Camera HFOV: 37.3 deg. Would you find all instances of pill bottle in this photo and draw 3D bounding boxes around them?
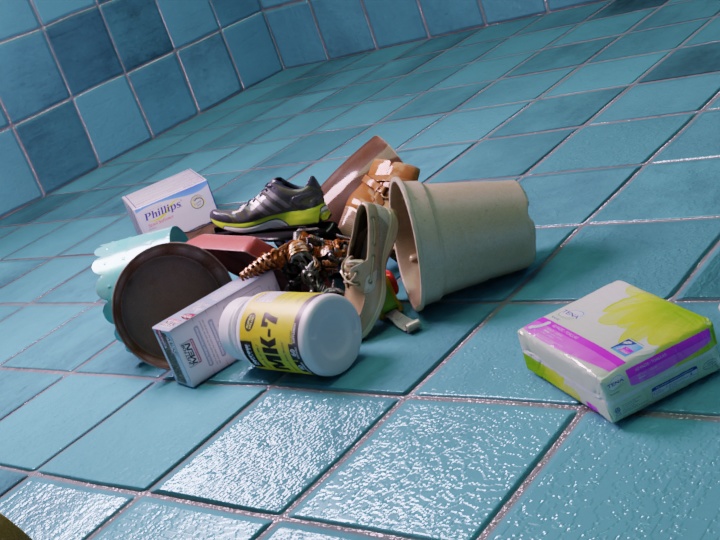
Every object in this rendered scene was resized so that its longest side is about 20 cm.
[{"bbox_3d":[-0.104,0.087,1.517,0.200,0.114,0.114,0,27,45],"label":"pill bottle"}]

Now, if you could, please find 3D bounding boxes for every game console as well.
[{"bbox_3d":[-0.121,-0.025,1.786,0.200,0.176,0.116,6,46,50],"label":"game console"}]

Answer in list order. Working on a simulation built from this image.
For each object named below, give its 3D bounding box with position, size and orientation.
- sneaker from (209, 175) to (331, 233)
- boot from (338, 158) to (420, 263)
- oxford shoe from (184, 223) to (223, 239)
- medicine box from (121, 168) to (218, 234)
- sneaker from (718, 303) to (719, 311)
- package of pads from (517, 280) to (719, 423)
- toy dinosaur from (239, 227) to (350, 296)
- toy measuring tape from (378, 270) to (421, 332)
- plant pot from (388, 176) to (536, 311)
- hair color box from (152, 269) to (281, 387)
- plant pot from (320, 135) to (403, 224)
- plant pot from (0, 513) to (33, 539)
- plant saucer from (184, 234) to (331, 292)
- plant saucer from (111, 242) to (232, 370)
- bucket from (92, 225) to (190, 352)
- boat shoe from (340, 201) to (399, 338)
[{"bbox_3d":[-0.150,-0.110,1.743,0.200,0.081,0.074,-8,11,6],"label":"sneaker"},{"bbox_3d":[0.067,-0.097,1.743,0.200,0.074,0.155,22,77,24],"label":"boot"},{"bbox_3d":[-0.330,-0.050,2.175,0.084,0.073,0.200,-3,25,35],"label":"oxford shoe"},{"bbox_3d":[-0.446,-0.149,2.508,0.182,0.103,0.200,-25,20,-13],"label":"medicine box"},{"bbox_3d":[0.483,-0.015,1.263,0.200,0.085,0.075,-34,24,-35],"label":"sneaker"},{"bbox_3d":[0.291,0.084,1.208,0.154,0.068,0.200,-25,20,-13],"label":"package of pads"},{"bbox_3d":[-0.090,0.000,1.641,0.200,0.136,0.102,-15,-17,-13],"label":"toy dinosaur"},{"bbox_3d":[0.034,0.036,1.588,0.074,0.074,0.200,-25,19,-13],"label":"toy measuring tape"},{"bbox_3d":[0.153,-0.055,1.572,0.183,0.201,0.200,-11,18,-7],"label":"plant pot"},{"bbox_3d":[-0.209,0.085,1.647,0.200,0.099,0.061,-32,22,-31],"label":"hair color box"},{"bbox_3d":[-0.007,-0.107,1.886,0.200,0.187,0.187,-33,21,-7],"label":"plant pot"},{"bbox_3d":[-0.408,0.349,1.048,0.186,0.186,0.200,2,41,46],"label":"plant pot"},{"bbox_3d":[-0.164,-0.011,1.750,0.200,0.200,0.037,6,72,51],"label":"plant saucer"},{"bbox_3d":[-0.292,0.056,1.674,0.200,0.200,0.034,-28,7,-23],"label":"plant saucer"},{"bbox_3d":[-0.345,0.029,1.791,0.135,0.207,0.207,-18,19,6],"label":"bucket"},{"bbox_3d":[0.000,0.000,1.550,0.065,0.200,0.072,15,-1,-39],"label":"boat shoe"}]
